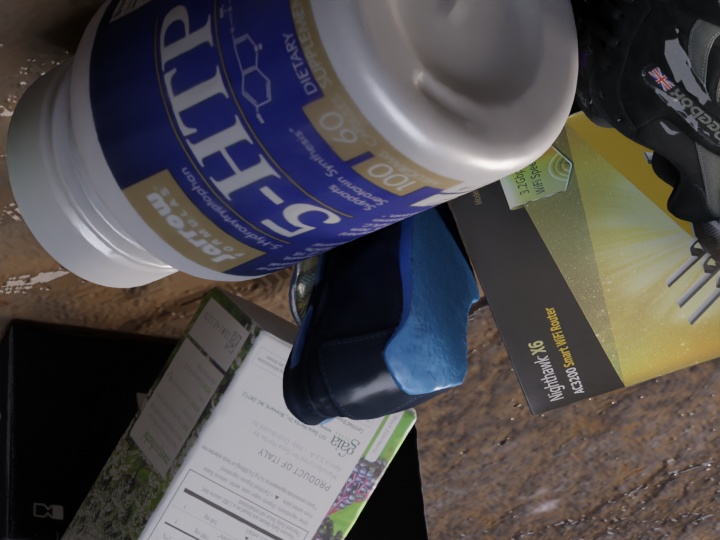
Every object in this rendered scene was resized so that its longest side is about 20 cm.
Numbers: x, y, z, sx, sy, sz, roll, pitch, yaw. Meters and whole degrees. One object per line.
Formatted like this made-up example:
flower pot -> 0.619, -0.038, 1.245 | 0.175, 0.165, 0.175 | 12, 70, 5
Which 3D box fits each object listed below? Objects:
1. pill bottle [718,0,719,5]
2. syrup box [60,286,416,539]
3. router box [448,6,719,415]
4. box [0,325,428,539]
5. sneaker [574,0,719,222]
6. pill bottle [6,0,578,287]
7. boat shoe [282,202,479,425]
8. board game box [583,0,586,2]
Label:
pill bottle -> 0.131, -0.163, 0.744 | 0.113, 0.200, 0.113 | -4, 146, -3
syrup box -> -0.069, 0.116, 1.068 | 0.081, 0.079, 0.200 | 29, 93, -22
router box -> 0.119, -0.032, 1.055 | 0.157, 0.052, 0.200 | -18, 145, 5
box -> -0.096, 0.135, 1.222 | 0.196, 0.118, 0.200 | 9, 142, -19
sneaker -> 0.105, -0.087, 0.899 | 0.087, 0.076, 0.200 | -23, 129, 16
pill bottle -> -0.032, -0.062, 0.929 | 0.120, 0.120, 0.200 | 23, 148, -36
boat shoe -> 0.000, 0.000, 0.998 | 0.069, 0.200, 0.084 | -24, 99, 12
board game box -> 0.057, -0.161, 0.896 | 0.200, 0.023, 0.105 | 26, 132, -38
